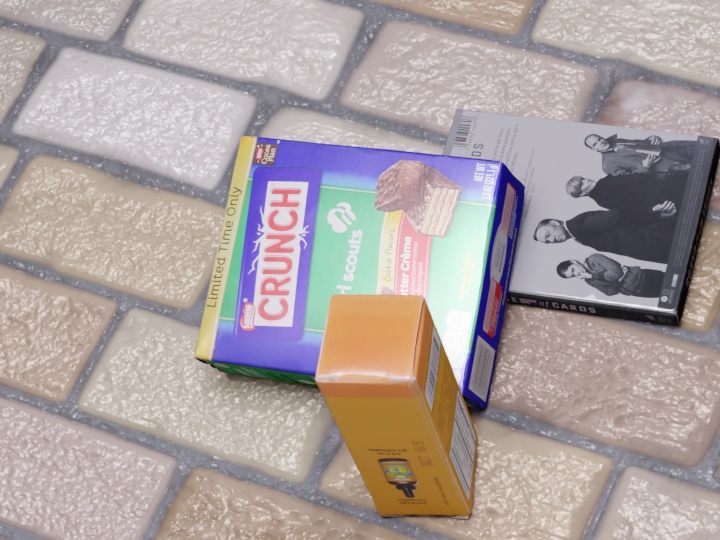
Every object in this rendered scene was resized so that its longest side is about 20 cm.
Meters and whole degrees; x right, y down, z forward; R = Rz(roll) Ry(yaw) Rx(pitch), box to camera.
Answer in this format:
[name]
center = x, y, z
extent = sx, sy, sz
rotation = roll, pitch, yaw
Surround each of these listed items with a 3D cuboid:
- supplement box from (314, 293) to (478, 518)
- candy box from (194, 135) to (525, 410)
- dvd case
[supplement box]
center = 0.027, 0.092, 1.468
extent = 0.066, 0.200, 0.069
rotation = 0, 57, 14
[candy box]
center = 0.000, 0.000, 1.583
extent = 0.200, 0.077, 0.169
rotation = 6, 78, 19
[dvd case]
center = 0.147, -0.041, 1.623
extent = 0.200, 0.025, 0.151
rotation = 8, 62, 19
